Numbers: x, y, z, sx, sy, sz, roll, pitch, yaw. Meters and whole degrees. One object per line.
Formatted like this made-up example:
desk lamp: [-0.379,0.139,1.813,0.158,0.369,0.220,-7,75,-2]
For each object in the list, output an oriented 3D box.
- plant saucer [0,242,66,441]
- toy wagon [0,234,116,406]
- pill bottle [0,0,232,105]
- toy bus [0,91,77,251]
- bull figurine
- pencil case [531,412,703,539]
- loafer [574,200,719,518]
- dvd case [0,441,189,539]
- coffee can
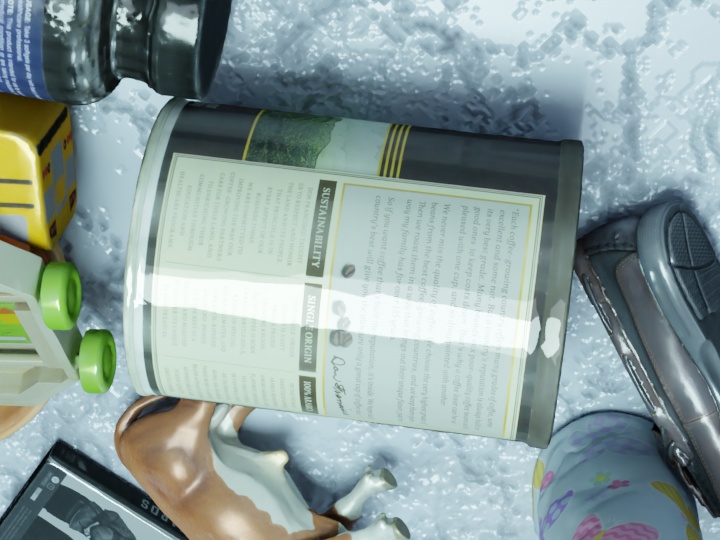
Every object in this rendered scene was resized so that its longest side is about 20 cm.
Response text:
plant saucer: [-0.248,0.008,0.944,0.199,0.038,0.201,4,118,7]
toy wagon: [-0.208,0.013,0.844,0.154,0.040,0.200,1,150,8]
pill bottle: [-0.163,-0.139,0.813,0.199,0.112,0.112,11,118,2]
toy bus: [-0.243,-0.057,0.853,0.199,0.065,0.079,2,117,6]
bull figurine: [-0.045,0.136,0.956,0.121,0.065,0.200,-41,97,18]
pencil case: [0.125,0.145,0.872,0.090,0.200,0.083,-27,104,13]
loafer: [0.170,0.059,0.901,0.063,0.072,0.201,-13,110,36]
dvd case: [-0.133,0.207,1.037,0.199,0.025,0.151,34,117,-10]
coffee can: [0.000,0.000,0.841,0.199,0.147,0.147,7,118,5]
